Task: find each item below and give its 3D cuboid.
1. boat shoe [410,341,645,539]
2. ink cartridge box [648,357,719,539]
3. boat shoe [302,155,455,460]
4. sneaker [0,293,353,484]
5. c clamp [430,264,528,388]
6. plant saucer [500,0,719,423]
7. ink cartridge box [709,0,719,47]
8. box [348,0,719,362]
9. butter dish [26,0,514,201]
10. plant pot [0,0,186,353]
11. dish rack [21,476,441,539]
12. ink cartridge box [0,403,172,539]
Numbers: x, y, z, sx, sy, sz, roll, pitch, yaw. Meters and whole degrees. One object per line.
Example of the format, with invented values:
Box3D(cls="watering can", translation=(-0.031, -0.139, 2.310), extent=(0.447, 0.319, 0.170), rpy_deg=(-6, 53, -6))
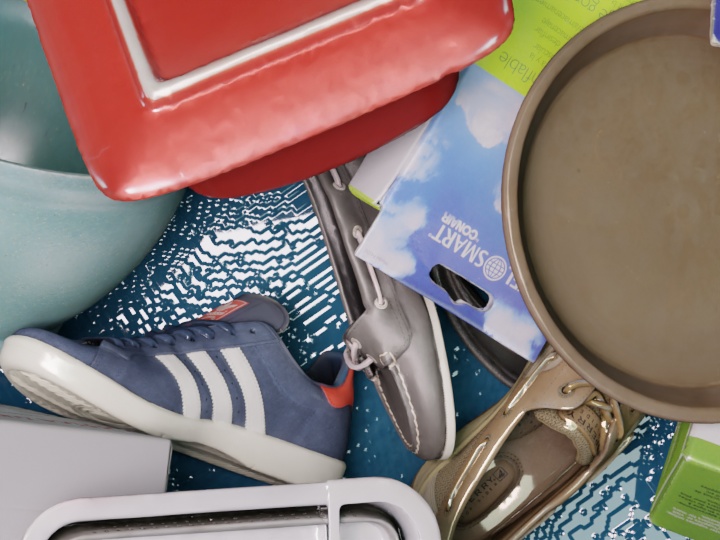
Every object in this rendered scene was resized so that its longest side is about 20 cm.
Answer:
Box3D(cls="boat shoe", translation=(0.108, 0.070, 1.294), extent=(0.071, 0.065, 0.200), rpy_deg=(39, 96, -18))
Box3D(cls="ink cartridge box", translation=(0.244, 0.050, 1.301), extent=(0.147, 0.076, 0.201), rpy_deg=(20, 59, 2))
Box3D(cls="boat shoe", translation=(0.000, 0.000, 1.305), extent=(0.057, 0.067, 0.201), rpy_deg=(-10, 82, -13))
Box3D(cls="sneaker", translation=(-0.084, 0.044, 1.277), extent=(0.200, 0.075, 0.085), rpy_deg=(23, 79, -39))
Box3D(cls="c clamp", translation=(0.105, -0.043, 1.319), extent=(0.171, 0.027, 0.200), rpy_deg=(36, 92, -12))
Box3D(cls="plant saucer", translation=(0.156, -0.028, 1.231), extent=(0.199, 0.029, 0.201), rpy_deg=(1, 85, -17))
Box3D(cls="ink cartridge box", translation=(0.264, -0.140, 1.255), extent=(0.199, 0.041, 0.200), rpy_deg=(10, 46, 2))
Box3D(cls="box", translation=(0.085, -0.072, 1.261), extent=(0.122, 0.048, 0.200), rpy_deg=(30, 93, -26))
Box3D(cls="butter dish", translation=(-0.038, -0.111, 1.204), extent=(0.199, 0.148, 0.201), rpy_deg=(-23, 57, 0))
Box3D(cls="plant pot", translation=(-0.184, -0.041, 1.266), extent=(0.199, 0.200, 0.135), rpy_deg=(22, 117, 2))
Box3D(cls="dish rack", translation=(-0.059, 0.181, 1.166), extent=(0.199, 0.044, 0.173), rpy_deg=(-2, 88, -23))
Box3D(cls="ink cartridge box", translation=(-0.206, 0.099, 1.227), extent=(0.199, 0.146, 0.084), rpy_deg=(8, 88, 42))
